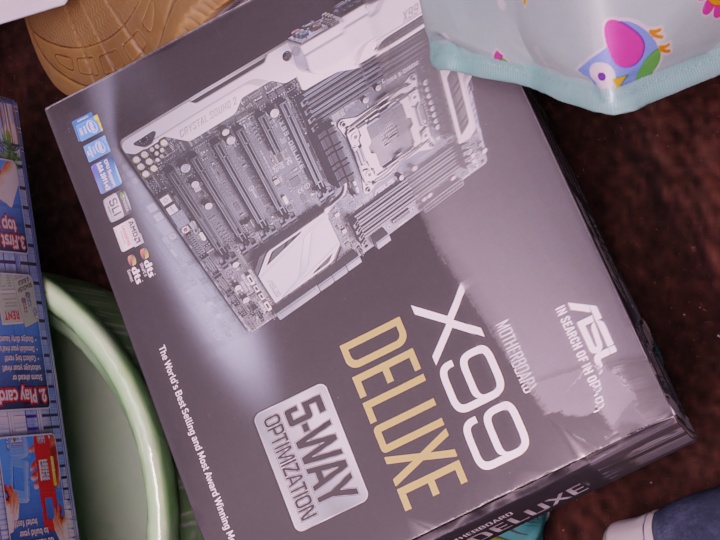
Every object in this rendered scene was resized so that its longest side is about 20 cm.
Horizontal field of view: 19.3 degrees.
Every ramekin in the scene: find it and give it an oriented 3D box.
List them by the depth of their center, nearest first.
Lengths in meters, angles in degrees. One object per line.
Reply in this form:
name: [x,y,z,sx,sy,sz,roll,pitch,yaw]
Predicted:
ramekin: [-0.142,0.091,0.806,0.199,0.098,0.201,-1,88,21]

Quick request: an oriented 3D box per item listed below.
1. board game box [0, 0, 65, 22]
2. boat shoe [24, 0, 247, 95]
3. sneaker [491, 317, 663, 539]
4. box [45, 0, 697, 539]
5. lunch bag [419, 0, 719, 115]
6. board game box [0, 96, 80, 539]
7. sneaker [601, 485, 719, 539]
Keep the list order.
board game box: [-0.217,-0.163,0.722,0.199,0.026,0.201,-19,109,-18]
boat shoe: [-0.055,-0.117,0.779,0.200,0.069,0.071,-22,94,50]
sneaker: [0.035,0.091,0.763,0.200,0.078,0.080,-44,108,8]
box: [0.000,0.000,0.714,0.157,0.050,0.201,-26,69,10]
lunch bag: [0.110,-0.161,0.656,0.122,0.199,0.171,22,130,54]
board game box: [-0.179,0.069,0.735,0.199,0.062,0.201,-26,79,19]
sneaker: [0.182,0.150,0.692,0.146,0.077,0.203,-28,78,21]
